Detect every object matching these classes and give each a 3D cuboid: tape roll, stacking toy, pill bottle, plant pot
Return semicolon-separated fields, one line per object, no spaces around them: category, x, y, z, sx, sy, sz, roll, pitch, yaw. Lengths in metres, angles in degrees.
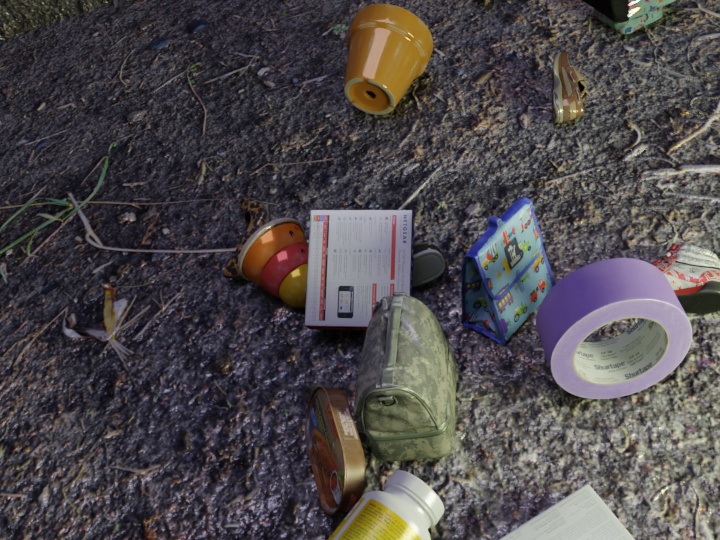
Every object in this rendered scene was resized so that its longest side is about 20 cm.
tape roll;0.355;0.085;1.180;0.198;0.201;0.085;-14;41;4
stacking toy;-0.114;0.016;1.504;0.146;0.147;0.200;-35;63;-18
pill bottle;0.018;0.360;1.070;0.112;0.113;0.200;21;55;36
plant pot;0.047;-0.466;1.903;0.198;0.201;0.185;8;62;26

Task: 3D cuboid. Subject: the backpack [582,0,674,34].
backpack;0.626;-0.647;1.905;0.199;0.151;0.178;-31;45;-4

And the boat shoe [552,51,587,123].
boat shoe;0.439;-0.384;1.755;0.071;0.076;0.202;0;54;14

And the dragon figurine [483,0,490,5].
dragon figurine;0.302;-0.748;2.138;0.059;0.200;0.100;-42;73;2

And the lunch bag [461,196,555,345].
lunch bag;0.225;-0.012;1.328;0.094;0.201;0.150;26;57;39

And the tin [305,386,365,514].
tin;-0.038;0.256;1.205;0.041;0.113;0.201;3;38;-19

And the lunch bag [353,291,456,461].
lunch bag;0.064;0.154;1.233;0.138;0.169;0.201;-5;43;14

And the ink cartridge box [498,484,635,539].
ink cartridge box;0.274;0.382;1.014;0.159;0.048;0.200;-27;48;-11

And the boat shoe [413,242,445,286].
boat shoe;0.051;0.006;1.476;0.199;0.072;0.061;-17;23;5

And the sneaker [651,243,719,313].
sneaker;0.470;0.012;1.319;0.199;0.068;0.109;0;43;15

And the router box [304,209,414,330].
router box;0.000;0.000;1.416;0.177;0.049;0.202;1;80;9

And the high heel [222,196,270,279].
high heel;-0.238;-0.068;1.648;0.142;0.072;0.200;-26;51;-18
